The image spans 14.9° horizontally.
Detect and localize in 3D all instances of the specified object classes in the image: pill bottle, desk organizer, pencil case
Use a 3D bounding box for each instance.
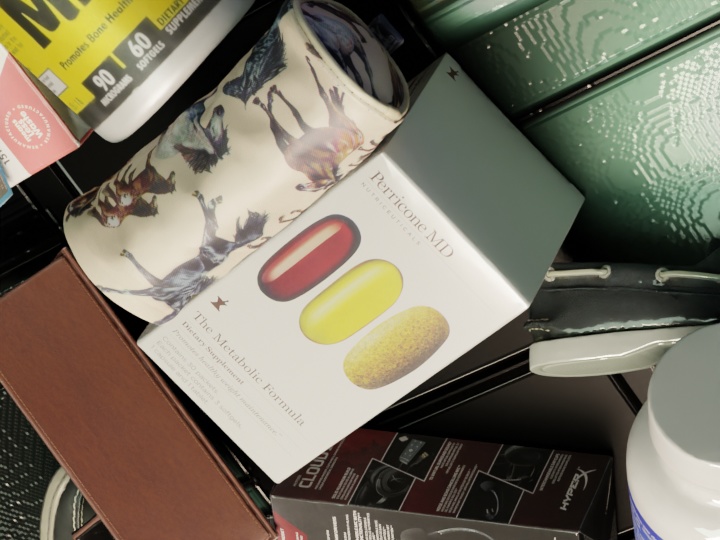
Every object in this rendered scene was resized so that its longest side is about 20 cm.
[{"bbox_3d":[-0.158,-0.170,1.382,0.200,0.114,0.114,43,127,-8],"label":"pill bottle"},{"bbox_3d":[0.192,0.114,1.382,0.112,0.112,0.200,10,149,16],"label":"pill bottle"},{"bbox_3d":[-0.142,0.096,1.530,0.200,0.077,0.072,54,155,2],"label":"desk organizer"},{"bbox_3d":[-0.064,-0.056,1.360,0.200,0.090,0.078,-40,144,28],"label":"pencil case"}]

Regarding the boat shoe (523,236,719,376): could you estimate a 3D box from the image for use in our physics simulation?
[{"bbox_3d":[0.180,0.013,1.391,0.199,0.076,0.060,-6,79,9],"label":"boat shoe"}]

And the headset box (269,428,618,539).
[{"bbox_3d":[0.042,0.173,1.548,0.200,0.077,0.149,5,123,21],"label":"headset box"}]

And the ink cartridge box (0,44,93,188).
[{"bbox_3d":[-0.242,-0.087,1.501,0.200,0.068,0.117,-27,108,34],"label":"ink cartridge box"}]

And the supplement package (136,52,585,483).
[{"bbox_3d":[0.000,0.000,1.430,0.114,0.110,0.200,45,127,-10],"label":"supplement package"}]

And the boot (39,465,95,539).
[{"bbox_3d":[-0.105,0.204,1.600,0.154,0.073,0.204,27,140,36],"label":"boot"}]

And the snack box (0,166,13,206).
[{"bbox_3d":[-0.295,-0.066,1.470,0.200,0.037,0.116,-10,115,28],"label":"snack box"}]
